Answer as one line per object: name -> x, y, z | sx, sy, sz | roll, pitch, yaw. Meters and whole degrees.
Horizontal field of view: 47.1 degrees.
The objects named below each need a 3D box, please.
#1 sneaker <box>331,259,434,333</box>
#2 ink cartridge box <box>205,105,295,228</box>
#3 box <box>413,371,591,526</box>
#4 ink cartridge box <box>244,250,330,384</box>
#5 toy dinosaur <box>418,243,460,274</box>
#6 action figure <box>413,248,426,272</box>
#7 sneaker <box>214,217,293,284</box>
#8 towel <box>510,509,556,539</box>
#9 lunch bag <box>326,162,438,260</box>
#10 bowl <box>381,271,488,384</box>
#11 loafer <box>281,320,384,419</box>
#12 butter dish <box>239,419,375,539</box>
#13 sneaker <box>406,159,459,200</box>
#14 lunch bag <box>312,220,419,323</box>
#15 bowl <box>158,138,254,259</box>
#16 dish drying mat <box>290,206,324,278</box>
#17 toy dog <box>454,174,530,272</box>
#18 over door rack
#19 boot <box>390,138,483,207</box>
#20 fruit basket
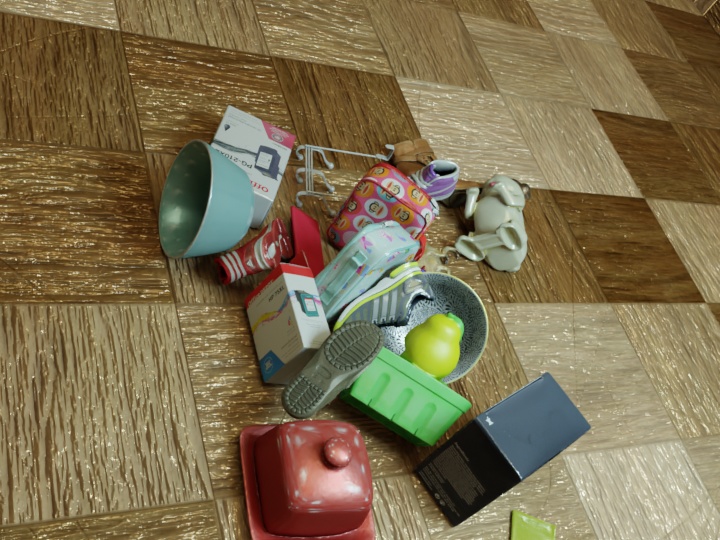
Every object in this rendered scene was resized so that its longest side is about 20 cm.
sneaker -> 0.036, 0.070, 1.373 | 0.200, 0.074, 0.081 | -40, 73, -1
ink cartridge box -> -0.218, -0.194, 1.539 | 0.145, 0.084, 0.200 | 23, 45, -12
box -> 0.226, 0.287, 1.325 | 0.197, 0.200, 0.117 | -21, 67, -40
ink cartridge box -> -0.123, 0.071, 1.346 | 0.067, 0.116, 0.200 | 11, 48, -41
toy dinosaur -> 0.141, -0.030, 1.639 | 0.101, 0.058, 0.200 | 3, 53, -28
action figure -> 0.125, 0.023, 1.523 | 0.052, 0.200, 0.065 | -45, 47, -15
sneaker -> -0.191, -0.034, 1.430 | 0.200, 0.115, 0.078 | -50, 122, -78
towel -> 0.275, 0.486, 1.319 | 0.086, 0.018, 0.200 | 26, 45, -11
lunch bag -> 0.048, -0.084, 1.526 | 0.176, 0.200, 0.082 | 37, 45, -3
bowl -> 0.119, 0.101, 1.468 | 0.201, 0.094, 0.201 | 0, 91, -2
loafer -> -0.045, 0.150, 1.248 | 0.200, 0.067, 0.076 | -38, 78, -26
butter dish -> -0.057, 0.288, 1.189 | 0.200, 0.148, 0.200 | 6, 51, -27
sneaker -> 0.104, -0.176, 1.662 | 0.200, 0.114, 0.073 | -20, 74, -13
lunch bag -> 0.000, 0.000, 1.396 | 0.077, 0.200, 0.160 | 49, 27, 17
bowl -> -0.248, -0.109, 1.377 | 0.105, 0.201, 0.201 | 12, 49, -34
dish drying mat -> -0.095, -0.025, 1.506 | 0.077, 0.018, 0.200 | 31, 37, -41
toy dog -> 0.303, -0.114, 1.740 | 0.194, 0.140, 0.200 | 36, 48, -32
over door rack -> -0.029, -0.181, 1.643 | 0.200, 0.067, 0.148 | 0, 51, -5
boot -> 0.167, -0.217, 1.794 | 0.200, 0.074, 0.155 | -5, 62, -30
fruit basket -> 0.090, 0.162, 1.352 | 0.215, 0.156, 0.216 | 3, 77, -12
